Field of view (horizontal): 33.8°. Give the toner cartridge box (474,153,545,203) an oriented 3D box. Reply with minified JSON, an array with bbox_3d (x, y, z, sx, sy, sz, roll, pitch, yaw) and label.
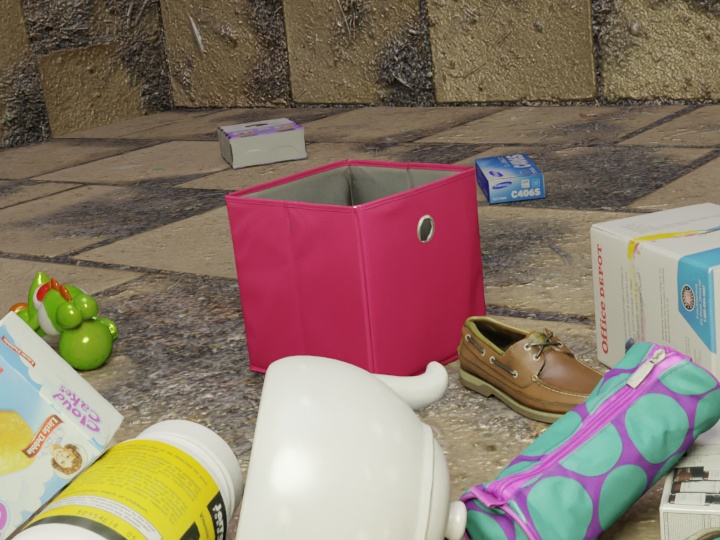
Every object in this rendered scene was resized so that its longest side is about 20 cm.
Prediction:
[{"bbox_3d":[0.256,-0.161,2.051,0.095,0.043,0.200,-7,15,0],"label":"toner cartridge box"}]

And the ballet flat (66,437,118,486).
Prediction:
[{"bbox_3d":[-0.275,0.147,1.091,0.069,0.070,0.200,-17,19,-35],"label":"ballet flat"}]

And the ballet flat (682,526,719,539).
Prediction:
[{"bbox_3d":[0.169,0.207,0.697,0.062,0.068,0.200,-7,11,37],"label":"ballet flat"}]

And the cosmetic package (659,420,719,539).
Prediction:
[{"bbox_3d":[0.274,0.151,0.880,0.082,0.051,0.200,0,16,20],"label":"cosmetic package"}]

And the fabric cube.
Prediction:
[{"bbox_3d":[0.000,0.000,1.266,0.200,0.200,0.196,8,20,43],"label":"fabric cube"}]

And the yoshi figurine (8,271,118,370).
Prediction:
[{"bbox_3d":[-0.347,0.074,1.391,0.112,0.113,0.200,30,-17,-23],"label":"yoshi figurine"}]

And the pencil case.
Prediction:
[{"bbox_3d":[0.161,0.130,0.828,0.200,0.093,0.085,-37,41,-25],"label":"pencil case"}]

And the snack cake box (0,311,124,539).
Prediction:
[{"bbox_3d":[-0.284,0.140,0.849,0.200,0.115,0.067,-42,10,12],"label":"snack cake box"}]

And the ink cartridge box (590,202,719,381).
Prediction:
[{"bbox_3d":[0.329,0.032,1.113,0.146,0.147,0.200,-12,17,-17],"label":"ink cartridge box"}]

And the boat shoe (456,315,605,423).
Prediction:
[{"bbox_3d":[0.162,0.091,1.113,0.072,0.068,0.200,-16,19,-38],"label":"boat shoe"}]

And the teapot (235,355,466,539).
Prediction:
[{"bbox_3d":[-0.004,0.156,0.763,0.146,0.201,0.197,11,0,-3],"label":"teapot"}]

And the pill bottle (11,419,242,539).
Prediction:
[{"bbox_3d":[-0.158,0.184,0.812,0.114,0.115,0.200,-2,16,15],"label":"pill bottle"}]

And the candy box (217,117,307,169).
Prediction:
[{"bbox_3d":[-0.223,-0.288,2.662,0.167,0.072,0.200,-10,16,-12],"label":"candy box"}]
